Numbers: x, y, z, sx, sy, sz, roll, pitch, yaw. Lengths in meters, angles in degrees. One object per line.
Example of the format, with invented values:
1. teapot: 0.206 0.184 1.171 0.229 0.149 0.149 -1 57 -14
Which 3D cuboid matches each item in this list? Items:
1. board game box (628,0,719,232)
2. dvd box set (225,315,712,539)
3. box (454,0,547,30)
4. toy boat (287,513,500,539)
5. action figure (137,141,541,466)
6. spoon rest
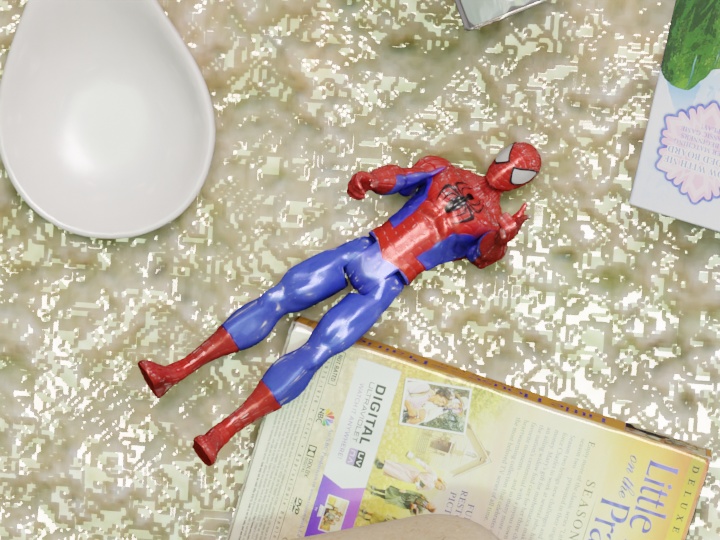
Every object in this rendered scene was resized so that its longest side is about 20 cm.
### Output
1. board game box: 0.227 -0.095 1.180 0.199 0.041 0.201 17 109 18
2. dvd box set: 0.043 0.119 1.302 0.199 0.029 0.147 17 99 4
3. box: 0.036 -0.182 1.179 0.048 0.200 0.159 -20 96 4
4. toy boat: -0.012 0.196 1.257 0.199 0.131 0.131 -11 126 9
5. action figure: 0.000 0.000 1.243 0.200 0.099 0.065 -36 81 -10
6. spoon rest: -0.117 -0.113 1.274 0.099 0.061 0.201 -3 96 6
